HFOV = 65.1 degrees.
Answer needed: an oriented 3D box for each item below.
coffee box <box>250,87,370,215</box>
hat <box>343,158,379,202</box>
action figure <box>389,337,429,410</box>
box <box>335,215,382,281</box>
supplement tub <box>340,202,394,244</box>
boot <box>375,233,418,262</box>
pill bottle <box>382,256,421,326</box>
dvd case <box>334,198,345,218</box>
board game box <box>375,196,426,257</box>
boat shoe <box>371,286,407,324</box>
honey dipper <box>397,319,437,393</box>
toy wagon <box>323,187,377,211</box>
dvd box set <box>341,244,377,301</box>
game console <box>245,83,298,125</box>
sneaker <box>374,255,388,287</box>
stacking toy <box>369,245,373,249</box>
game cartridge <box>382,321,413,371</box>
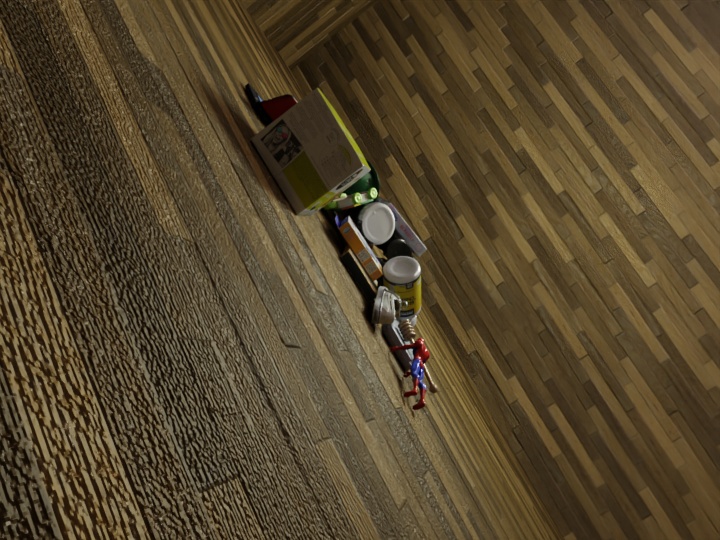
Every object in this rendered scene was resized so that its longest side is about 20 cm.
[{"bbox_3d":[-0.109,-0.274,1.346,0.203,0.195,0.200,56,8,-2],"label":"coffee box"},{"bbox_3d":[-0.055,-0.281,1.805,0.202,0.166,0.175,51,33,10],"label":"hat"},{"bbox_3d":[0.113,0.237,1.335,0.066,0.097,0.202,55,30,-25],"label":"action figure"},{"bbox_3d":[-0.005,-0.074,1.599,0.203,0.041,0.119,58,6,-11],"label":"box"},{"bbox_3d":[0.015,-0.146,1.748,0.124,0.122,0.199,54,-16,-19],"label":"supplement tub"},{"bbox_3d":[0.096,-0.080,1.795,0.159,0.079,0.211,52,1,29],"label":"boot"},{"bbox_3d":[0.122,0.070,1.634,0.113,0.108,0.205,-114,-166,-51],"label":"pill bottle"},{"bbox_3d":[-0.015,-0.191,1.909,0.200,0.144,0.017,43,56,-61],"label":"dvd case"},{"bbox_3d":[0.119,-0.150,1.871,0.200,0.041,0.200,50,0,-20],"label":"board game box"},{"bbox_3d":[0.078,0.093,1.451,0.202,0.083,0.078,-59,159,-79],"label":"boat shoe"},{"bbox_3d":[0.150,0.220,1.445,0.038,0.037,0.204,44,18,-58],"label":"honey dipper"},{"bbox_3d":[-0.048,-0.209,1.709,0.197,0.152,0.041,-24,104,-40],"label":"toy wagon"},{"bbox_3d":[0.000,0.000,1.595,0.149,0.029,0.200,57,7,-8],"label":"dvd box set"},{"bbox_3d":[-0.221,-0.457,1.633,0.200,0.117,0.175,48,12,-54],"label":"game console"},{"bbox_3d":[0.061,-0.004,1.798,0.123,0.081,0.202,-107,172,-46],"label":"sneaker"},{"bbox_3d":[0.010,-0.085,1.873,0.086,0.084,0.201,54,15,-19],"label":"stacking toy"},{"bbox_3d":[0.109,0.195,1.531,0.136,0.040,0.200,63,8,6],"label":"game cartridge"}]
